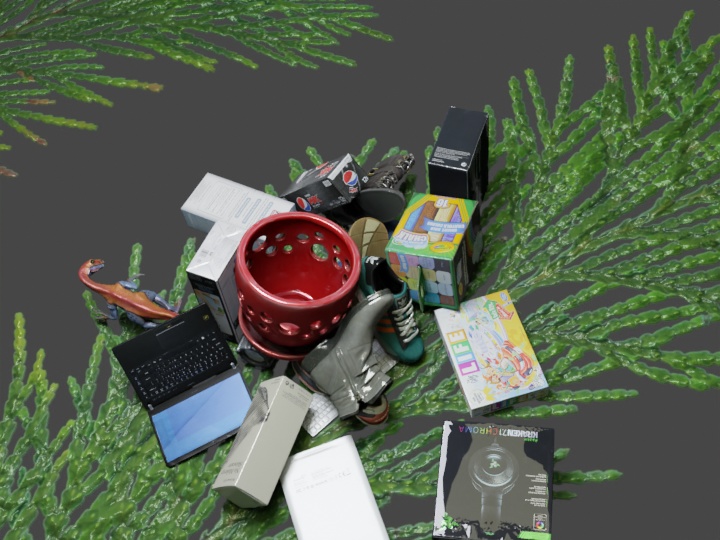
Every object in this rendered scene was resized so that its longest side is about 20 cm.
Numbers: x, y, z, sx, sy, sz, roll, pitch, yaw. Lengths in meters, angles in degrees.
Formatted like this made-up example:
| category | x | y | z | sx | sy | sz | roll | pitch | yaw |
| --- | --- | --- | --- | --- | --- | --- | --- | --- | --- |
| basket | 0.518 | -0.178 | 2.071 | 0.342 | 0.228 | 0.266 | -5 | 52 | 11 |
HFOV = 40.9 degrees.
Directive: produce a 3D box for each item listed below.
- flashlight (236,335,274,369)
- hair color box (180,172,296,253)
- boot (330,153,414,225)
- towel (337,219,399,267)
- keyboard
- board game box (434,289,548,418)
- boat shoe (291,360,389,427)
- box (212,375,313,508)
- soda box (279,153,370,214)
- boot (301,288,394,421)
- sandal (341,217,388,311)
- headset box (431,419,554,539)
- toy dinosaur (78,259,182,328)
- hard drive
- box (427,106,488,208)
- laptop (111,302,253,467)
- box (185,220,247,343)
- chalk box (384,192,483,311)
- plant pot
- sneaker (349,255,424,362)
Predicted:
| category | x | y | z | sx | sy | sz | roll | pitch | yaw |
| --- | --- | --- | --- | --- | --- | --- | --- | --- | --- |
| flashlight | -0.150 | 0.077 | 1.702 | 0.068 | 0.068 | 0.200 | 38 | 53 | -21 |
| hair color box | -0.229 | -0.106 | 1.837 | 0.199 | 0.061 | 0.099 | 20 | 61 | 21 |
| boot | 0.047 | -0.163 | 1.781 | 0.200 | 0.069 | 0.174 | -4 | 35 | 49 |
| towel | 0.015 | -0.008 | 1.746 | 0.111 | 0.049 | 0.200 | 21 | 62 | 19 |
| keyboard | -0.024 | 0.197 | 1.632 | 0.200 | 0.011 | 0.056 | -40 | 60 | -19 |
| board game box | 0.218 | 0.138 | 1.628 | 0.134 | 0.034 | 0.201 | -16 | 55 | -4 |
| boat shoe | -0.035 | 0.183 | 1.601 | 0.200 | 0.063 | 0.071 | 35 | 69 | 23 |
| box | -0.154 | 0.273 | 1.543 | 0.068 | 0.082 | 0.200 | 38 | 55 | -22 |
| soda box | -0.068 | -0.152 | 1.774 | 0.071 | 0.063 | 0.200 | -52 | 20 | -25 |
| boot | 0.012 | 0.137 | 1.540 | 0.200 | 0.068 | 0.131 | -46 | 70 | 8 |
| sandal | 0.000 | 0.000 | 1.680 | 0.080 | 0.054 | 0.201 | 16 | 67 | -25 |
| headset box | 0.201 | 0.341 | 1.454 | 0.173 | 0.093 | 0.201 | 4 | 57 | 10 |
| toy dinosaur | -0.405 | 0.039 | 1.703 | 0.181 | 0.200 | 0.105 | 32 | 67 | -24 |
| hard drive | -0.044 | 0.368 | 1.507 | 0.131 | 0.027 | 0.200 | -19 | 55 | -6 |
| box | 0.180 | -0.173 | 1.746 | 0.079 | 0.200 | 0.141 | 15 | 58 | 17 |
| laptop | -0.289 | 0.188 | 1.605 | 0.177 | 0.201 | 0.103 | -26 | 20 | -5 |
| box | -0.227 | 0.022 | 1.664 | 0.060 | 0.200 | 0.117 | 17 | 57 | 17 |
| chalk box | 0.123 | -0.020 | 1.670 | 0.123 | 0.125 | 0.200 | 10 | 46 | 22 |
| plant pot | -0.106 | 0.033 | 1.585 | 0.199 | 0.183 | 0.201 | 4 | 51 | -5 |
| sneaker | 0.055 | 0.066 | 1.612 | 0.071 | 0.080 | 0.200 | -38 | 101 | -32 |
